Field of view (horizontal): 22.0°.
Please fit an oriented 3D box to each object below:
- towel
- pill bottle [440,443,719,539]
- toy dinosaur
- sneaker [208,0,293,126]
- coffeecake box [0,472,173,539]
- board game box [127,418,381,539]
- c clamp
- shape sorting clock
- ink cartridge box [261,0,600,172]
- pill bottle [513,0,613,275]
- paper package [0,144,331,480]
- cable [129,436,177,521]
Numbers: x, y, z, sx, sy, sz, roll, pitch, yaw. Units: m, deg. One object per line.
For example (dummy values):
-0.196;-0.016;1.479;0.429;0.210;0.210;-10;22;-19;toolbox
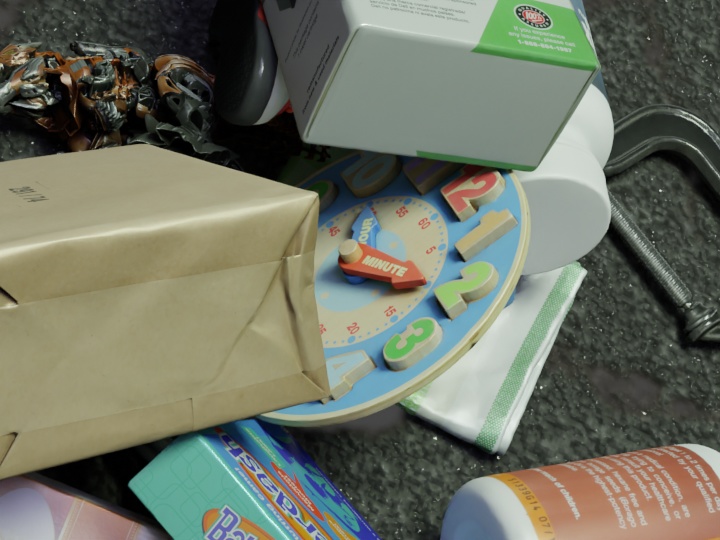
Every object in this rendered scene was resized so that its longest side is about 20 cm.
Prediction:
0.029;0.005;1.118;0.199;0.031;0.150;30;57;-3;towel
0.154;0.158;1.035;0.199;0.112;0.113;-7;66;-23;pill bottle
-0.116;-0.089;1.081;0.199;0.103;0.136;-8;46;-4;toy dinosaur
-0.029;-0.122;1.093;0.107;0.068;0.202;21;18;-15;sneaker
-0.197;0.166;0.895;0.199;0.073;0.154;23;82;-7;coffeecake box
-0.028;0.145;0.932;0.045;0.200;0.152;-42;82;5;board game box
0.195;-0.027;1.199;0.171;0.027;0.200;-36;78;-31;c clamp
0.000;0.000;1.011;0.201;0.199;0.039;-61;137;-32;shape sorting clock
0.026;-0.158;1.015;0.145;0.084;0.201;6;45;-24;ink cartridge box
0.089;-0.102;1.123;0.119;0.120;0.201;6;50;-17;pill bottle
-0.139;0.009;0.893;0.190;0.200;0.104;-12;106;-29;paper package
-0.182;0.105;0.984;0.199;0.051;0.164;22;63;-11;cable
